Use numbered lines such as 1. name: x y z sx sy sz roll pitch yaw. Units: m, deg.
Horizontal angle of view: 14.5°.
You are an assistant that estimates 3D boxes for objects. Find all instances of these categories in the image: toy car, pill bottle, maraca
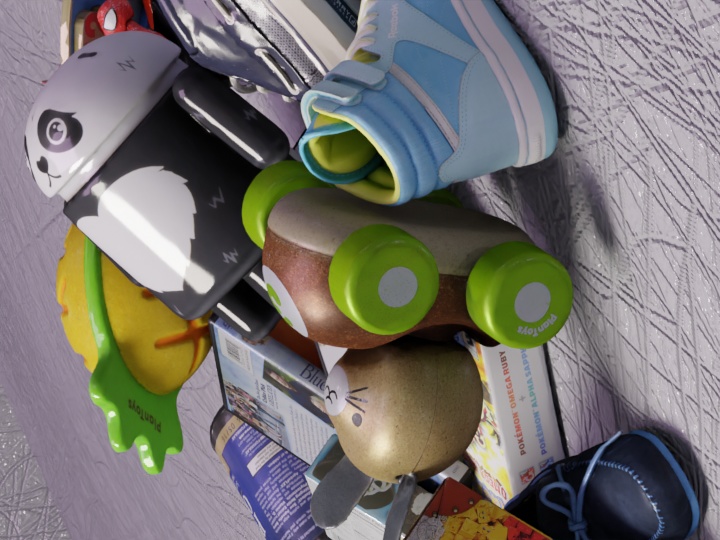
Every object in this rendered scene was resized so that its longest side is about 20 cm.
1. toy car: 0.009 0.060 1.562 0.164 0.157 0.201 -144 63 -62
2. pill bottle: -0.020 0.173 2.084 0.201 0.111 0.112 58 163 25
3. maraca: -0.145 0.032 1.863 0.137 0.106 0.201 38 -135 -54

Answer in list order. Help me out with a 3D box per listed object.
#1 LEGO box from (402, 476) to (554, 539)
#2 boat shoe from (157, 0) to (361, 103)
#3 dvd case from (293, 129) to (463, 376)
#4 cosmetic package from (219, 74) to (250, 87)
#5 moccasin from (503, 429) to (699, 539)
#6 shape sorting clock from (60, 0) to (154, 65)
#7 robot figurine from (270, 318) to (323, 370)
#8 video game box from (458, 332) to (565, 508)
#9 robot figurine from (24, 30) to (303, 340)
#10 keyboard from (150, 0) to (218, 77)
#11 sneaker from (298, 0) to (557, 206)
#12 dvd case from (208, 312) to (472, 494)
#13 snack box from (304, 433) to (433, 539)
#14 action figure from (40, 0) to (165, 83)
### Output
1. LEGO box: 0.092 0.218 1.636 0.148 0.077 0.200 30 161 14
2. boat shoe: -0.032 -0.122 1.630 0.092 0.075 0.200 -19 120 37
3. dvd case: 0.000 0.000 1.731 0.143 0.017 0.201 -53 50 51
4. cosmetic package: -0.052 -0.172 1.753 0.102 0.071 0.200 68 164 -8
5. moccasin: 0.134 0.143 1.618 0.081 0.068 0.200 63 163 6
6. shape sorting clock: -0.140 -0.169 1.880 0.039 0.200 0.201 11 132 29
7. robot figurine: -0.038 0.037 1.939 0.116 0.144 0.200 18 153 5
8. video game box: 0.058 0.051 1.778 0.200 0.047 0.183 45 157 51
9. robot figurine: -0.108 -0.051 1.696 0.200 0.150 0.125 42 -169 -6
10. keyboard: -0.093 -0.087 1.855 0.104 0.039 0.201 54 160 33
11. sneaker: 0.007 -0.118 1.536 0.200 0.130 0.080 55 162 36
12. dvd case: -0.012 0.108 1.845 0.199 0.018 0.143 33 159 16
13. snack box: 0.060 0.186 1.802 0.199 0.037 0.116 31 162 18
14. action figure: -0.140 -0.072 1.796 0.201 0.099 0.065 69 162 0
